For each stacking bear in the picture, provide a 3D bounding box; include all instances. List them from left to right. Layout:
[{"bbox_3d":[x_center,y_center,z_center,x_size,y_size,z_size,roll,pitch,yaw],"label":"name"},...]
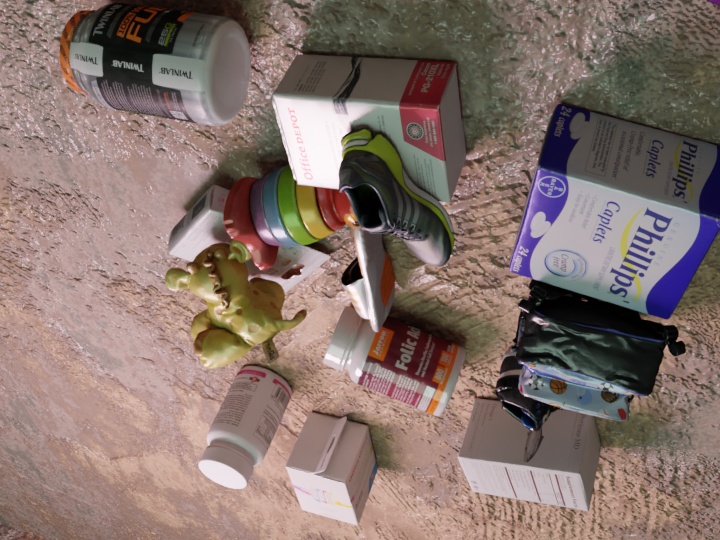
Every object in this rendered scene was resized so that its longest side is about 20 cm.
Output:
[{"bbox_3d":[-0.059,-0.087,1.175,0.198,0.115,0.122,-10,144,22],"label":"stacking bear"}]

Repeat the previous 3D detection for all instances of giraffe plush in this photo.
[{"bbox_3d":[-0.191,0.033,1.281,0.200,0.172,0.163,22,147,57],"label":"giraffe plush"}]

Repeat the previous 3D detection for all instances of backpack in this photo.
[{"bbox_3d":[0.281,0.096,1.136,0.198,0.191,0.155,19,105,6],"label":"backpack"}]

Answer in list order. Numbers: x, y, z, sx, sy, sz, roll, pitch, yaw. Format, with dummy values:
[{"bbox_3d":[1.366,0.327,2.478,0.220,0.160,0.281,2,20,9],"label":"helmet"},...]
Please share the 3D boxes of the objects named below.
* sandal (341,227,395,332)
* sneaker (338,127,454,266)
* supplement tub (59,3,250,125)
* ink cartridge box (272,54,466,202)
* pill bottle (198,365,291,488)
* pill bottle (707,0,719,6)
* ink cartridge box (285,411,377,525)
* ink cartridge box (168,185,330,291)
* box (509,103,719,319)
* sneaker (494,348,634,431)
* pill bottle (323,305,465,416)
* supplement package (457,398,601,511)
[{"bbox_3d":[0.003,-0.006,1.274,0.059,0.079,0.208,8,132,23],"label":"sandal"},{"bbox_3d":[0.035,-0.064,1.027,0.073,0.081,0.200,-15,131,41],"label":"sneaker"},{"bbox_3d":[-0.240,-0.243,1.053,0.198,0.123,0.123,11,142,16],"label":"supplement tub"},{"bbox_3d":[0.014,-0.167,1.050,0.198,0.085,0.145,8,141,19],"label":"ink cartridge box"},{"bbox_3d":[-0.212,0.286,1.647,0.112,0.201,0.114,15,143,12],"label":"pill bottle"},{"bbox_3d":[0.353,-0.252,0.728,0.198,0.113,0.113,23,144,0],"label":"pill bottle"},{"bbox_3d":[-0.053,0.373,1.730,0.124,0.129,0.201,10,141,18],"label":"ink cartridge box"},{"bbox_3d":[-0.167,-0.042,1.349,0.199,0.058,0.162,17,149,-28],"label":"ink cartridge box"},{"bbox_3d":[0.286,-0.062,1.012,0.198,0.105,0.185,16,144,9],"label":"box"},{"bbox_3d":[0.295,0.193,1.319,0.198,0.112,0.073,13,144,15],"label":"sneaker"},{"bbox_3d":[0.051,0.135,1.384,0.198,0.115,0.115,22,144,2],"label":"pill bottle"},{"bbox_3d":[0.275,0.295,1.454,0.198,0.118,0.118,2,139,26],"label":"supplement package"}]
